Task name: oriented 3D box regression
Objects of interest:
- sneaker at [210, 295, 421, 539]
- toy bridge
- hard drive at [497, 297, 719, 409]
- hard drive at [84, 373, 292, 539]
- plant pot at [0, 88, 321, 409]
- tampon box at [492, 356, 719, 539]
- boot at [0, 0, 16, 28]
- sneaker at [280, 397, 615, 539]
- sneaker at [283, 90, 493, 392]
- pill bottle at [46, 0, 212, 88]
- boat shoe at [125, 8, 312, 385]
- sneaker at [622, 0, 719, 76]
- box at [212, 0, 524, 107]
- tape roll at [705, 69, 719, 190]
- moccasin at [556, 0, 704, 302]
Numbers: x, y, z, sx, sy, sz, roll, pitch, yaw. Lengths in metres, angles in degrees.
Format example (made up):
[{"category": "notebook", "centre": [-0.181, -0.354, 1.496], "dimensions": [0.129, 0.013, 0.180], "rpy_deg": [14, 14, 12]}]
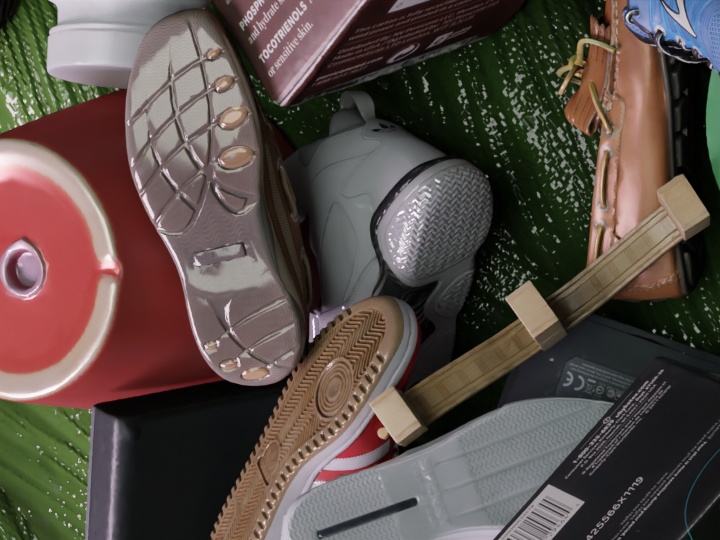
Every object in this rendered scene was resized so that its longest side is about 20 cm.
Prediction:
[{"category": "sneaker", "centre": [0.007, 0.106, 1.264], "dimensions": [0.200, 0.112, 0.071], "rpy_deg": [-59, 30, 24]}, {"category": "toy bridge", "centre": [0.089, 0.024, 1.191], "dimensions": [0.200, 0.067, 0.027], "rpy_deg": [-36, 78, 3]}, {"category": "hard drive", "centre": [0.123, 0.130, 1.228], "dimensions": [0.139, 0.033, 0.201], "rpy_deg": [19, 88, 27]}, {"category": "hard drive", "centre": [-0.093, 0.163, 1.325], "dimensions": [0.033, 0.139, 0.201], "rpy_deg": [20, 111, 45]}, {"category": "plant pot", "centre": [-0.144, -0.007, 1.328], "dimensions": [0.200, 0.177, 0.201], "rpy_deg": [3, 96, 28]}, {"category": "tampon box", "centre": [0.183, 0.168, 1.115], "dimensions": [0.150, 0.126, 0.200], "rpy_deg": [-46, 112, -11]}, {"category": "boot", "centre": [-0.271, -0.235, 1.430], "dimensions": [0.157, 0.079, 0.212], "rpy_deg": [22, 94, 18]}, {"category": "sneaker", "centre": [0.057, 0.112, 1.199], "dimensions": [0.199, 0.071, 0.073], "rpy_deg": [-13, 79, 0]}, {"category": "sneaker", "centre": [0.000, 0.000, 1.311], "dimensions": [0.115, 0.075, 0.200], "rpy_deg": [45, 131, 35]}, {"category": "pill bottle", "centre": [-0.129, -0.207, 1.321], "dimensions": [0.112, 0.112, 0.201], "rpy_deg": [1, 85, 29]}, {"category": "boat shoe", "centre": [-0.072, -0.041, 1.241], "dimensions": [0.075, 0.072, 0.201], "rpy_deg": [-6, 106, 15]}, {"category": "sneaker", "centre": [0.180, -0.121, 1.132], "dimensions": [0.089, 0.078, 0.201], "rpy_deg": [-45, 42, 35]}, {"category": "box", "centre": [0.002, -0.223, 1.207], "dimensions": [0.200, 0.166, 0.164], "rpy_deg": [59, 143, 12]}, {"category": "tape roll", "centre": [0.256, -0.091, 1.123], "dimensions": [0.200, 0.048, 0.201], "rpy_deg": [-23, 57, 42]}, {"category": "moccasin", "centre": [0.136, -0.084, 1.230], "dimensions": [0.077, 0.074, 0.202], "rpy_deg": [-1, 104, 19]}]
